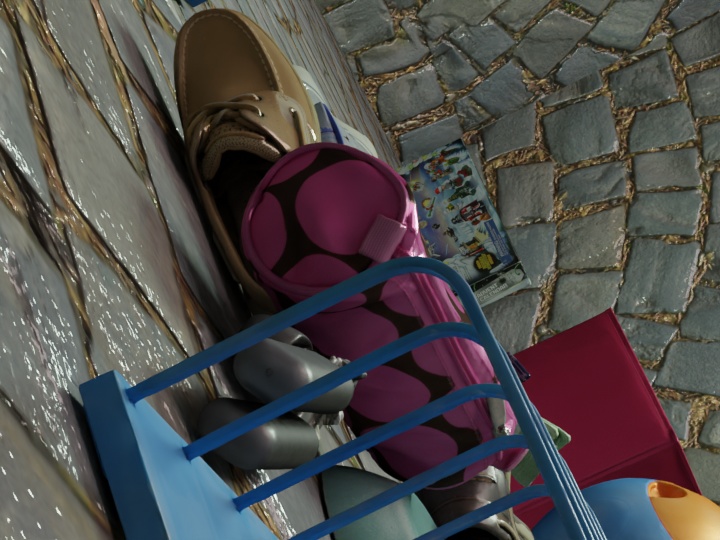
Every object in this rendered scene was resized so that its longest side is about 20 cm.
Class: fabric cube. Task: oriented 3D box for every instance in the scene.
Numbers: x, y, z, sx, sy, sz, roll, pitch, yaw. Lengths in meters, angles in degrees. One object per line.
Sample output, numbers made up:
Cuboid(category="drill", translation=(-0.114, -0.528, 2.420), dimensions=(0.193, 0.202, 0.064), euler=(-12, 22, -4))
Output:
Cuboid(category="fabric cube", translation=(0.222, 0.199, 1.973), dimensions=(0.197, 0.199, 0.200), euler=(-110, 172, -46))

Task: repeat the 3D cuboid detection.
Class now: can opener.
Cuboid(category="can opener", translation=(-0.041, 0.049, 0.815), dimensions=(0.067, 0.053, 0.200), euler=(32, 0, 10))

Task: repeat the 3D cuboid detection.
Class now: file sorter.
Cuboid(category="file sorter", translation=(0.019, 0.107, 0.622), dimensions=(0.139, 0.122, 0.200), euler=(66, 5, 32))

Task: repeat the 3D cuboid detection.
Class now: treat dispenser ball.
Cuboid(category="treat dispenser ball", translation=(0.207, 0.256, 1.457), dimensions=(0.202, 0.200, 0.201), euler=(63, 4, -9))

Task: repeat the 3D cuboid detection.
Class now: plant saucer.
Cuboid(category="plant saucer", translation=(0.039, 0.182, 0.986), dimensions=(0.201, 0.036, 0.200), euler=(64, 5, -10))

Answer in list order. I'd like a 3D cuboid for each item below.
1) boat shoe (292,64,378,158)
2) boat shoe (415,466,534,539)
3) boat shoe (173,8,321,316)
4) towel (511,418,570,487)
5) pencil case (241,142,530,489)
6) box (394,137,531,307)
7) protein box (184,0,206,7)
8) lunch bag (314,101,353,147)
Cuboid(category="boat shoe", translation=(-0.033, -0.079, 1.474), dimensions=(0.201, 0.070, 0.072), euler=(49, 25, -58))
Cuboid(category="boat shoe", translation=(0.063, 0.172, 1.126), dimensions=(0.200, 0.074, 0.074), euler=(69, 15, -49))
Cuboid(category="boat shoe", translation=(-0.056, -0.062, 1.013), dimensions=(0.065, 0.071, 0.201), euler=(54, 13, -63))
Cuboid(category="towel", translation=(0.073, 0.076, 1.486), dimensions=(0.200, 0.023, 0.153), euler=(45, -16, 9))
Cuboid(category="pencil case", translation=(0.017, 0.027, 0.943), dimensions=(0.094, 0.091, 0.200), euler=(34, -15, 38))
Cuboid(category="box", translation=(0.075, -0.033, 1.951), dimensions=(0.040, 0.136, 0.200), euler=(59, 6, -44))
Cuboid(category="protein box", translation=(-0.072, -0.290, 1.281), dimensions=(0.135, 0.198, 0.200), euler=(64, 5, 4))
Cuboid(category="lunch bag", translation=(0.000, 0.000, 1.235), dimensions=(0.200, 0.075, 0.160), euler=(60, 4, -30))
